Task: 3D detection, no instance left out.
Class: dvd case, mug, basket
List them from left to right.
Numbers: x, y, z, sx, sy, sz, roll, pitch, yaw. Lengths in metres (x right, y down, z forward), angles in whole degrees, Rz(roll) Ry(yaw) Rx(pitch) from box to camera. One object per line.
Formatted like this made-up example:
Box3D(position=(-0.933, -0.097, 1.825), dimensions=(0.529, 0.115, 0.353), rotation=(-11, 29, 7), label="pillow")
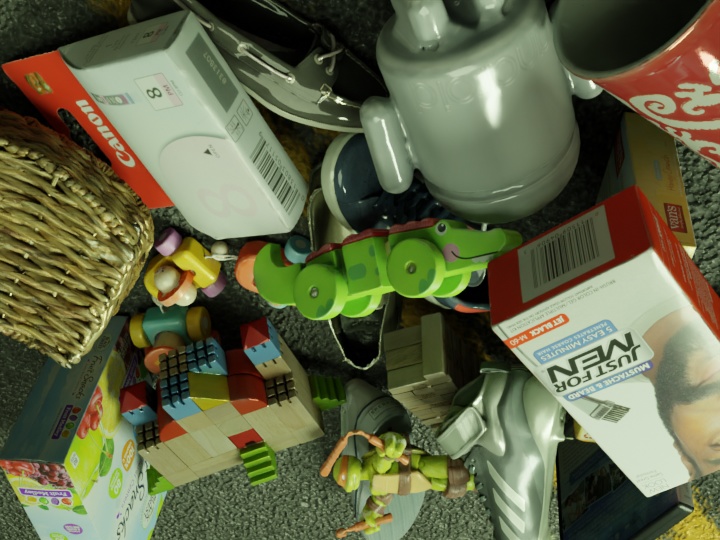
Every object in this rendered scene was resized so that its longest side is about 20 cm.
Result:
Box3D(position=(-0.259, -0.049, 0.814), dimensions=(0.198, 0.149, 0.144), rotation=(28, 107, -7), label="basket")
Box3D(position=(0.203, 0.138, 0.847), dimensions=(0.017, 0.202, 0.143), rotation=(22, 133, -15), label="dvd case")
Box3D(position=(0.246, -0.139, 0.635), dimensions=(0.199, 0.134, 0.177), rotation=(29, 123, -31), label="mug")

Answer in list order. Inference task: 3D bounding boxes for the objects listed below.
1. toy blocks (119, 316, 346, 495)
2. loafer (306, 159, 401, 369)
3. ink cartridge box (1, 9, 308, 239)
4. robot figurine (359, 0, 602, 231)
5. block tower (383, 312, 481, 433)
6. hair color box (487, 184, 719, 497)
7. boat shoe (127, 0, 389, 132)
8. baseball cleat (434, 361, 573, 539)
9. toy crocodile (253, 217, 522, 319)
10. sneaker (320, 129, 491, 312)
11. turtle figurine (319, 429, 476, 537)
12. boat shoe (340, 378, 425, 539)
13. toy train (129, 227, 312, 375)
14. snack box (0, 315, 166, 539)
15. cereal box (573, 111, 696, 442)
Box3D(position=(-0.125, 0.114, 0.910), dimensions=(0.197, 0.101, 0.137), rotation=(-20, 141, 8), label="toy blocks")
Box3D(position=(0.000, 0.000, 0.842), dimensions=(0.074, 0.070, 0.202), rotation=(-4, 131, 11), label="loafer")
Box3D(position=(-0.155, -0.090, 0.757), dimensions=(0.198, 0.058, 0.163), rotation=(-8, 134, 32), label="ink cartridge box")
Box3D(position=(0.080, -0.113, 0.699), dimensions=(0.168, 0.113, 0.201), rotation=(-25, 127, 3), label="robot figurine")
Box3D(position=(0.081, 0.107, 0.902), dimensions=(0.057, 0.055, 0.200), rotation=(-15, 146, 19), label="block tower")
Box3D(position=(0.180, 0.053, 0.674), dimensions=(0.110, 0.064, 0.200), rotation=(-29, 125, 26), label="hair color box")
Box3D(position=(-0.062, -0.155, 0.716), dimensions=(0.198, 0.067, 0.057), rotation=(23, 136, -8), label="boat shoe")
Box3D(position=(0.109, 0.162, 0.836), dimensions=(0.105, 0.070, 0.203), rotation=(9, 110, 11), label="baseball cleat")
Box3D(position=(0.015, -0.005, 0.730), dimensions=(0.198, 0.063, 0.067), rotation=(-13, 173, 31), label="toy crocodile")
Box3D(position=(0.053, -0.033, 0.776), dimensions=(0.084, 0.076, 0.200), rotation=(17, 163, 46), label="sneaker")
Box3D(position=(0.043, 0.180, 0.918), dimensions=(0.159, 0.065, 0.201), rotation=(3, 141, -2), label="turtle figurine")
Box3D(position=(0.017, 0.181, 1.009), dimensions=(0.073, 0.067, 0.202), rotation=(-22, 134, -25), label="boat shoe")
Box3D(position=(-0.121, 0.042, 0.907), dimensions=(0.149, 0.056, 0.201), rotation=(23, 131, -11), label="toy train")
Box3D(position=(-0.237, 0.170, 0.963), dimensions=(0.067, 0.170, 0.202), rotation=(2, 133, 11), label="snack box")
Box3D(position=(0.190, 0.008, 0.772), dimensions=(0.039, 0.145, 0.202), rotation=(7, 133, 0), label="cereal box")
